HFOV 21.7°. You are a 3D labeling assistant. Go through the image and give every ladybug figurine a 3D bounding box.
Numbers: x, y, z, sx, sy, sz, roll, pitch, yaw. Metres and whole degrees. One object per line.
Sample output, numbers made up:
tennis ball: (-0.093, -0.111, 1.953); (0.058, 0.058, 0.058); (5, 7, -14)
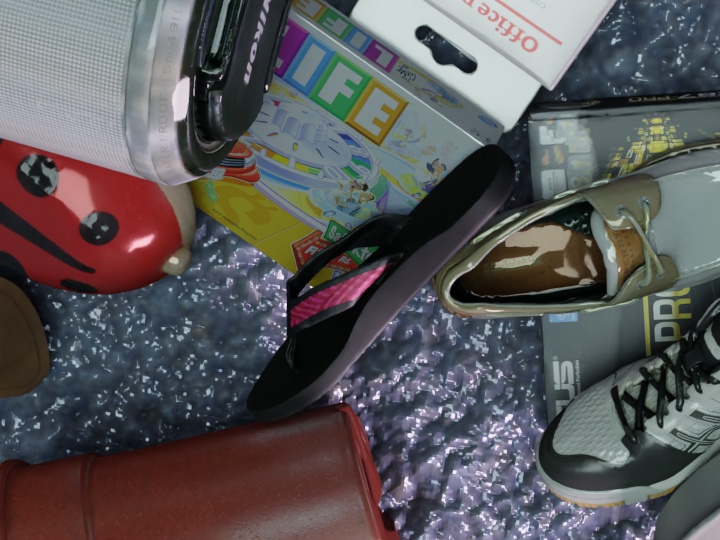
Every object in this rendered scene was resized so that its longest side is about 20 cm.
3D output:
ladybug figurine: (-0.180, -0.053, 1.018); (0.199, 0.072, 0.136); (31, 131, 8)

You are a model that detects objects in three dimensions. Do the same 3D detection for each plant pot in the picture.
plant pot: (-0.075, 0.171, 1.028); (0.194, 0.201, 0.202); (-18, 101, 2)

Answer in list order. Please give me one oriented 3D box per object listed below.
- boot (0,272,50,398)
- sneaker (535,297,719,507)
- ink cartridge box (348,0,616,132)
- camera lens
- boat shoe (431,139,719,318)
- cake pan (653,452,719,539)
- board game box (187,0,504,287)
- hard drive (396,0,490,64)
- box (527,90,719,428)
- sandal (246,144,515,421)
boot: (-0.266, -0.013, 1.048); (0.070, 0.200, 0.146); (-47, 58, -7)
sneaker: (0.175, 0.051, 0.956); (0.199, 0.076, 0.088); (-25, 142, 6)
ink cartridge box: (0.086, -0.175, 0.955); (0.117, 0.067, 0.201); (33, 105, -2)
camera lens: (-0.141, -0.138, 0.904); (0.198, 0.160, 0.161); (16, 104, 10)
boat shoe: (0.134, -0.013, 0.965); (0.198, 0.068, 0.075); (-18, 100, 12)
cake pan: (0.241, 0.129, 0.991); (0.199, 0.200, 0.037); (-28, 55, 12)
board game box: (-0.041, -0.079, 1.017); (0.199, 0.034, 0.135); (34, 121, -2)
hard drive: (0.072, -0.229, 0.992); (0.132, 0.027, 0.200); (37, 104, -3)
box: (0.177, 0.004, 1.023); (0.160, 0.049, 0.202); (-2, 103, 11)
sandal: (0.000, 0.000, 0.982); (0.045, 0.075, 0.200); (34, 115, -20)
